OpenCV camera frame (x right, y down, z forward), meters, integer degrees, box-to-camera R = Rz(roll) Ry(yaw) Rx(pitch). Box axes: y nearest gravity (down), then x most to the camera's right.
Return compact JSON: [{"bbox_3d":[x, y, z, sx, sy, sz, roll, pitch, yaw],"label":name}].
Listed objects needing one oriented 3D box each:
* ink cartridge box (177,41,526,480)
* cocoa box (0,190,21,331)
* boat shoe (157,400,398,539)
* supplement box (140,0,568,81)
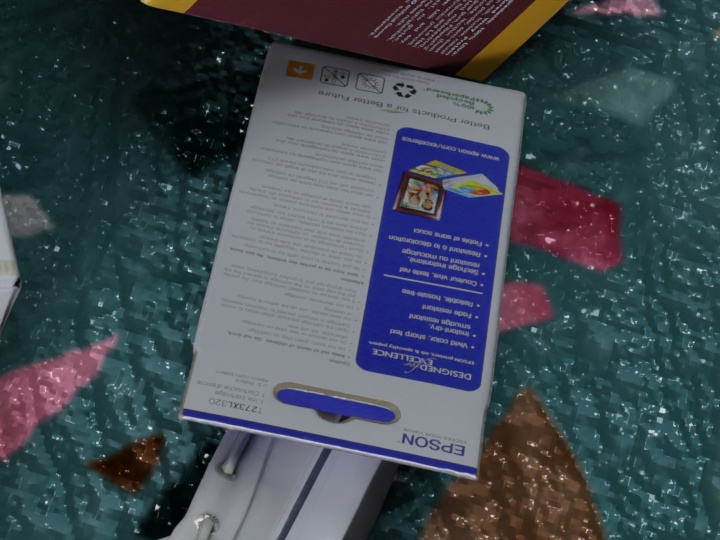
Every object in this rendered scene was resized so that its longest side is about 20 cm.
[{"bbox_3d":[0.000,0.000,0.884,0.094,0.037,0.200,11,38,-1],"label":"ink cartridge box"},{"bbox_3d":[-0.201,-0.044,0.852,0.131,0.133,0.201,-2,60,-24],"label":"cocoa box"},{"bbox_3d":[-0.053,0.111,0.831,0.066,0.072,0.200,25,59,10],"label":"boat shoe"},{"bbox_3d":[-0.012,-0.192,0.914,0.200,0.133,0.198,7,47,-55],"label":"supplement box"}]
